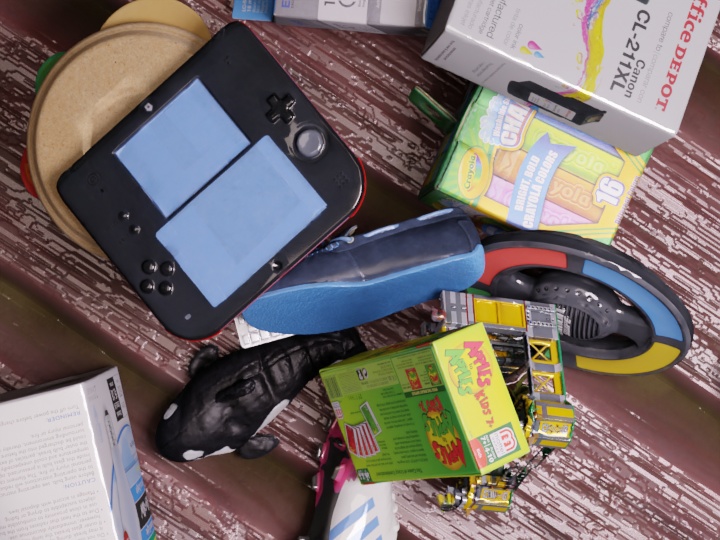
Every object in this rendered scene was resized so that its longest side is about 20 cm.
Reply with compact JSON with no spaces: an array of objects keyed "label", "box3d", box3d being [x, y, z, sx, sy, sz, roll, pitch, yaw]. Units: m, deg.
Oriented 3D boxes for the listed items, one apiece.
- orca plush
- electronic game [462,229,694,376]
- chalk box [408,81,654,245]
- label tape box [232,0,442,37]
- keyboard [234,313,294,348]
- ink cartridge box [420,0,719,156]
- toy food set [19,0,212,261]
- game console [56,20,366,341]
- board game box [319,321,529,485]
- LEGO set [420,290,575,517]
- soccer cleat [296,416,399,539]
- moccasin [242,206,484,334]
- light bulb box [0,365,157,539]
[{"label":"orca plush","box3d":[-0.084,0.107,1.277,0.198,0.071,0.106,-14,90,-3]},{"label":"electronic game","box3d":[0.176,0.030,1.235,0.199,0.200,0.042,25,65,-3]},{"label":"chalk box","box3d":[0.126,-0.095,1.266,0.199,0.125,0.125,25,87,-2]},{"label":"label tape box","box3d":[-0.023,-0.273,1.230,0.198,0.063,0.146,8,95,20]},{"label":"keyboard","box3d":[-0.095,-0.040,1.233,0.056,0.011,0.202,-14,92,-3]},{"label":"ink cartridge box","box3d":[0.168,-0.199,1.167,0.199,0.083,0.147,23,79,-8]},{"label":"toy food set","box3d":[-0.176,-0.102,1.203,0.197,0.049,0.201,-36,90,5]},{"label":"game console","box3d":[-0.112,-0.065,1.159,0.200,0.031,0.177,-41,88,5]},{"label":"board game box","box3d":[0.044,0.107,1.161,0.047,0.200,0.102,-21,90,-27]},{"label":"LEGO set","box3d":[0.084,0.108,1.218,0.115,0.200,0.155,7,65,-14]},{"label":"soccer cleat","box3d":[0.001,0.198,1.292,0.086,0.070,0.202,19,86,-25]},{"label":"moccasin","box3d":[0.000,0.000,1.211,0.198,0.081,0.069,-11,56,0]},{"label":"light bulb box","box3d":[-0.243,0.193,1.204,0.124,0.198,0.202,-13,91,-1]}]
